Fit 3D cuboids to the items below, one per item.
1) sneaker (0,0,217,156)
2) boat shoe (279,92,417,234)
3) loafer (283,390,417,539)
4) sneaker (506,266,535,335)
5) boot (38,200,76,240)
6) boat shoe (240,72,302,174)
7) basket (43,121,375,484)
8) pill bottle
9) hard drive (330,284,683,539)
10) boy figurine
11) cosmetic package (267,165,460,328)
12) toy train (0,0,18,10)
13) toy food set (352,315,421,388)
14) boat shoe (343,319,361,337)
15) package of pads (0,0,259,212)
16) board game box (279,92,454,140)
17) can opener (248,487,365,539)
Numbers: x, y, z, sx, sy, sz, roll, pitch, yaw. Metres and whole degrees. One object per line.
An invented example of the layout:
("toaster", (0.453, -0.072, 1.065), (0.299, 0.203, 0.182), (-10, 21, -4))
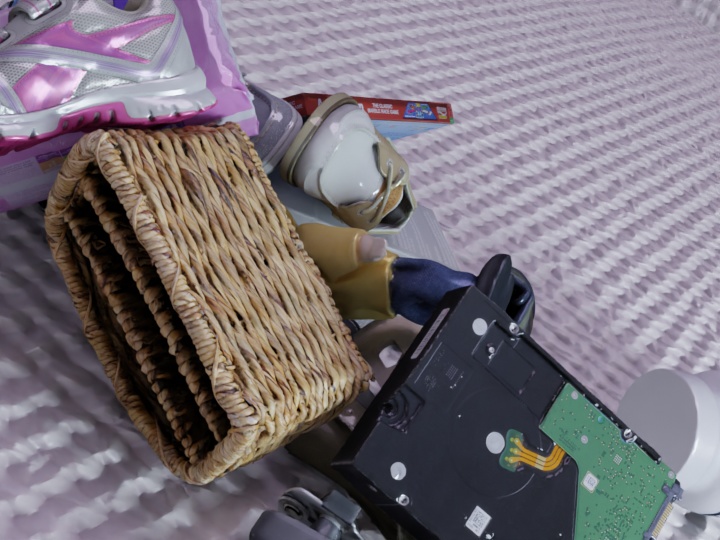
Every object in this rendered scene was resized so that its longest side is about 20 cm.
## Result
("sneaker", (-0.184, -0.116, 0.879), (0.200, 0.088, 0.081), (-12, 2, -31))
("boat shoe", (0.000, -0.068, 1.072), (0.068, 0.075, 0.200), (37, 4, 11))
("loafer", (-0.015, 0.113, 1.000), (0.070, 0.075, 0.200), (-20, 49, -22))
("sneaker", (0.114, 0.034, 1.262), (0.074, 0.081, 0.200), (33, 25, 2))
("boot", (-0.252, -0.090, 1.082), (0.154, 0.074, 0.204), (20, 21, -20))
("boat shoe", (-0.120, -0.111, 1.070), (0.202, 0.074, 0.065), (25, -10, 46))
("basket", (-0.116, 0.026, 0.915), (0.149, 0.143, 0.200), (-16, 76, -60))
("pill bottle", (0.306, 0.143, 1.240), (0.200, 0.116, 0.116), (16, 29, -32))
("hard drive", (0.094, 0.124, 0.943), (0.200, 0.038, 0.140), (41, 67, -14))
("boy figurine", (0.000, 0.000, 1.032), (0.200, 0.065, 0.124), (17, -16, 18))
("cosmetic package", (-0.033, -0.024, 1.198), (0.200, 0.090, 0.107), (19, 27, -20))
("toy train", (-0.195, -0.161, 1.229), (0.200, 0.087, 0.114), (25, 2, -16))
("toy food set", (0.084, 0.118, 1.047), (0.200, 0.060, 0.144), (38, 5, -16))
("boat shoe", (-0.071, 0.021, 1.088), (0.199, 0.066, 0.075), (17, 29, -29))
("package of pads", (-0.173, -0.121, 0.993), (0.076, 0.200, 0.121), (70, 3, -62))
("board game box", (-0.023, -0.110, 1.170), (0.200, 0.103, 0.019), (-5, 83, -56))
("can opener", (0.025, 0.200, 0.912), (0.200, 0.053, 0.067), (35, 57, 6))
